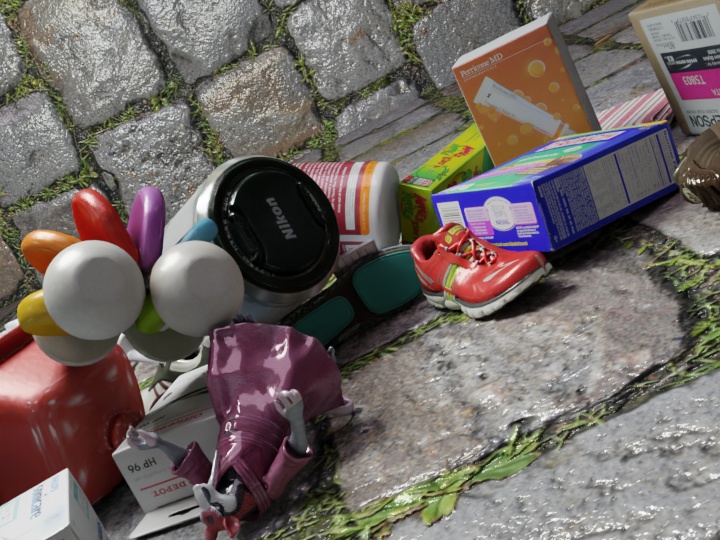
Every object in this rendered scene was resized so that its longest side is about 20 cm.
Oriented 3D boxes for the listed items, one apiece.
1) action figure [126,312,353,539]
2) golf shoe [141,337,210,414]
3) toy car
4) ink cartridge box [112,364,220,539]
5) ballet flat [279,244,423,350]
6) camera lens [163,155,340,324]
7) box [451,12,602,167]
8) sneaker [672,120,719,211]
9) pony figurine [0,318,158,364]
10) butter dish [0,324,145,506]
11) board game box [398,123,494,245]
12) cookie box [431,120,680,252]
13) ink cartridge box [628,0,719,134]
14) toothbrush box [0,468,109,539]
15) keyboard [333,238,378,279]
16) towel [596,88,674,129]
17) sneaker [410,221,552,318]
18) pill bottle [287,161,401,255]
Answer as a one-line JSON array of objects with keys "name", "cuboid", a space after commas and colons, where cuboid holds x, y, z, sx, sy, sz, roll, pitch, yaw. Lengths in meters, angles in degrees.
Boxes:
[{"name": "action figure", "cuboid": [-0.093, 0.138, 0.844, 0.133, 0.150, 0.201, -1, 48, 17]}, {"name": "golf shoe", "cuboid": [-0.193, 0.119, 1.141, 0.199, 0.089, 0.077, -19, 16, 36]}, {"name": "toy car", "cuboid": [-0.204, -0.001, 0.938, 0.198, 0.152, 0.175, -1, -16, -25]}, {"name": "ink cartridge box", "cuboid": [-0.144, 0.149, 0.959, 0.115, 0.068, 0.200, -23, 14, 19]}, {"name": "ballet flat", "cuboid": [-0.009, 0.032, 1.153, 0.199, 0.075, 0.074, -28, 13, -12]}, {"name": "camera lens", "cuboid": [-0.126, -0.016, 1.108, 0.160, 0.161, 0.200, -37, 1, -37]}, {"name": "box", "cuboid": [0.209, -0.184, 1.251, 0.123, 0.201, 0.098, -22, 13, 20]}, {"name": "sneaker", "cuboid": [0.330, -0.079, 0.947, 0.075, 0.070, 0.200, -43, 4, 18]}, {"name": "pony figurine", "cuboid": [-0.317, 0.111, 1.251, 0.192, 0.168, 0.200, -28, 12, -22]}, {"name": "butter dish", "cuboid": [-0.271, 0.150, 1.007, 0.146, 0.201, 0.200, 1, 25, 28]}, {"name": "board game box", "cuboid": [0.118, -0.097, 1.301, 0.047, 0.103, 0.200, 14, 34, 29]}, {"name": "cookie box", "cuboid": [0.205, -0.085, 1.094, 0.199, 0.076, 0.171, -24, 12, -30]}, {"name": "ink cartridge box", "cuboid": [0.401, -0.237, 1.150, 0.075, 0.166, 0.200, -31, 13, -10]}, {"name": "toothbrush box", "cuboid": [-0.293, 0.256, 0.808, 0.199, 0.086, 0.146, -28, 13, -10]}, {"name": "keyboard", "cuboid": [0.000, 0.000, 1.200, 0.056, 0.011, 0.200, -23, -13, 1]}, {"name": "towel", "cuboid": [0.346, -0.192, 1.408, 0.199, 0.030, 0.146, -17, 16, 47]}, {"name": "sneaker", "cuboid": [0.105, -0.007, 1.028, 0.077, 0.085, 0.199, -34, 14, -25]}, {"name": "pill bottle", "cuboid": [-0.057, -0.071, 1.238, 0.198, 0.114, 0.113, 1, 21, 14]}]
